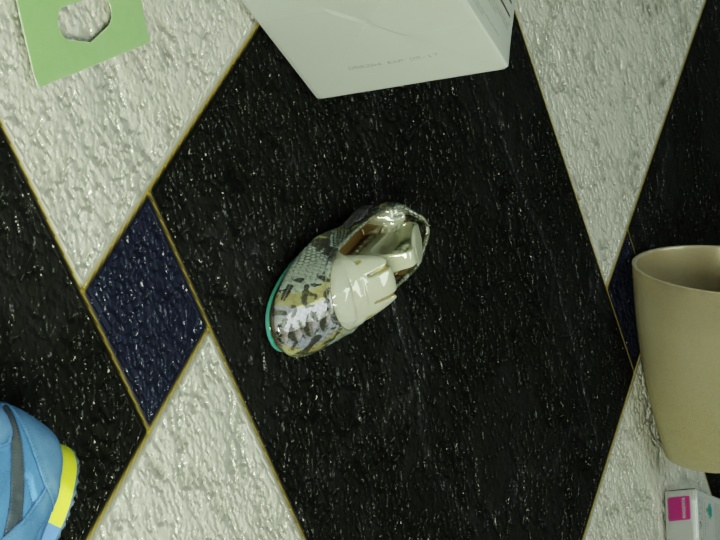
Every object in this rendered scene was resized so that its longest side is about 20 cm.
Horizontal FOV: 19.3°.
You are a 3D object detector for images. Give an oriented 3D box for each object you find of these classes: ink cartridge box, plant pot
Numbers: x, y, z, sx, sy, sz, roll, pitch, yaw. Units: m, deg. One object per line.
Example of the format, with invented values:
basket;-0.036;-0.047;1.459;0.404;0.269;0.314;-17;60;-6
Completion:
ink cartridge box;0.368;0.300;2.223;0.200;0.042;0.120;24;63;-59
plant pot;0.358;0.094;2.120;0.187;0.187;0.200;-28;124;-63
ink cartridge box;-0.159;-0.219;1.216;0.146;0.048;0.200;-37;115;-62

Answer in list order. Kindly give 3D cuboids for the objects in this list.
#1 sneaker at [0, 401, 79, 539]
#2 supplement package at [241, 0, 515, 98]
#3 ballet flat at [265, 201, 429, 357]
sneaker;-0.195;0.157;1.035;0.078;0.066;0.200;38;49;-42
supplement package;0.017;-0.251;1.474;0.151;0.152;0.200;50;41;-49
ballet flat;0.000;0.000;1.476;0.200;0.072;0.072;-46;125;-59
